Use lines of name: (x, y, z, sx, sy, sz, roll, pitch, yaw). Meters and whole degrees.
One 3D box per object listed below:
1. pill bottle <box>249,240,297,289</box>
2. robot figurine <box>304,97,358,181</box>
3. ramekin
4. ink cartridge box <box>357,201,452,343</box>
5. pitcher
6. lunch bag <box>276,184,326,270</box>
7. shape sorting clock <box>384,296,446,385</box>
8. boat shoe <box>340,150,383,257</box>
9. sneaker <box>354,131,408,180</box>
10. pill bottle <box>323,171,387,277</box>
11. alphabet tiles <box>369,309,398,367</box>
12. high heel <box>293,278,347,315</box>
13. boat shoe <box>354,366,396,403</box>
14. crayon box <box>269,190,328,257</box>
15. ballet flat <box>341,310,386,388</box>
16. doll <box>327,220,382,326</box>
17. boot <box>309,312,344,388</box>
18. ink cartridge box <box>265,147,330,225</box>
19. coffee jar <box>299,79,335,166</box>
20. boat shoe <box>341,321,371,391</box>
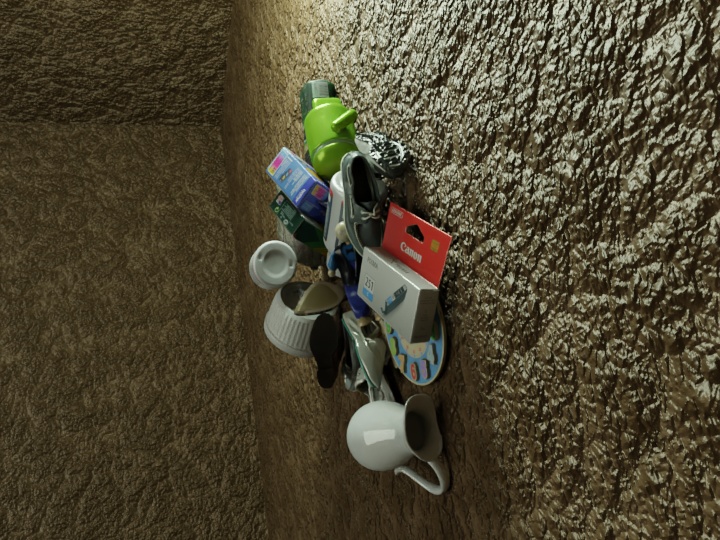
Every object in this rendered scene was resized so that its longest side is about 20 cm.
pill bottle: (-0.231, -0.010, 1.520, 0.200, 0.110, 0.117, 166, 100, -74)
robot figurine: (-0.063, -0.289, 1.316, 0.176, 0.113, 0.205, 119, 143, -58)
ramekin: (-0.145, 0.118, 1.519, 0.202, 0.195, 0.107, -117, 40, -49)
ink cartridge box: (0.066, -0.003, 0.992, 0.200, 0.044, 0.181, 39, 124, 55)
pitcher: (0.068, 0.317, 1.050, 0.199, 0.119, 0.176, -27, 82, 52)
lunch bag: (-0.136, -0.126, 1.521, 0.169, 0.136, 0.205, -125, 33, -51)
shape sorting clock: (0.090, 0.100, 1.033, 0.199, 0.038, 0.206, 14, 106, 63)
boat shoe: (0.006, -0.116, 1.076, 0.062, 0.071, 0.206, -156, 55, -75)
sneaker: (0.043, -0.206, 1.111, 0.201, 0.072, 0.081, -121, 21, -61)
pill bottle: (-0.016, -0.091, 1.211, 0.121, 0.116, 0.204, -116, 30, -47)
alphabet tiles: (0.058, 0.088, 1.183, 0.198, 0.014, 0.203, 106, 153, -44)
high heel: (-0.083, 0.070, 1.345, 0.072, 0.198, 0.143, 53, 150, 9)
boat shoe: (0.019, 0.227, 1.221, 0.202, 0.068, 0.072, -114, 11, -46)
crayon box: (-0.103, -0.091, 1.331, 0.051, 0.198, 0.127, -50, 48, 9)
ballet flat: (0.016, 0.146, 1.201, 0.202, 0.068, 0.071, -117, 30, -47)
doll: (0.000, 0.000, 1.143, 0.048, 0.133, 0.205, -47, -62, -71)
boot: (-0.066, 0.145, 1.372, 0.201, 0.062, 0.191, -67, -18, -65)
ink cartridge box: (-0.108, -0.174, 1.313, 0.077, 0.135, 0.201, -49, 49, 11)
coffee jar: (-0.099, -0.357, 1.455, 0.104, 0.083, 0.206, 158, 109, -66)
boat shoe: (-0.020, 0.194, 1.349, 0.075, 0.063, 0.206, -118, 30, -50)
